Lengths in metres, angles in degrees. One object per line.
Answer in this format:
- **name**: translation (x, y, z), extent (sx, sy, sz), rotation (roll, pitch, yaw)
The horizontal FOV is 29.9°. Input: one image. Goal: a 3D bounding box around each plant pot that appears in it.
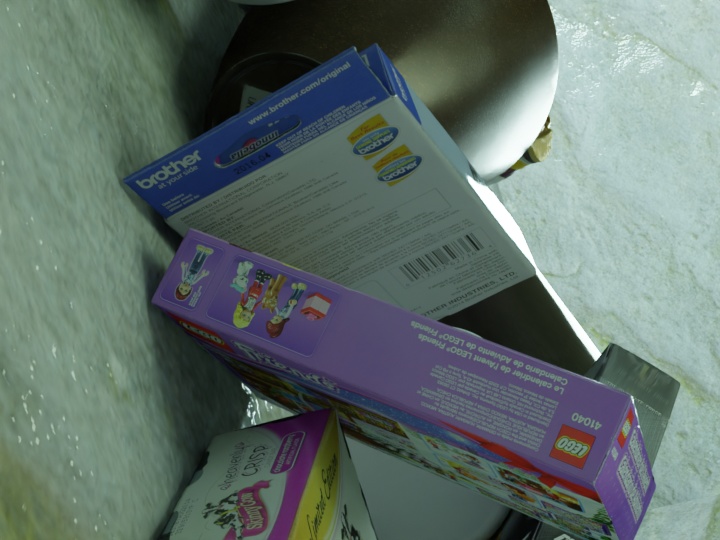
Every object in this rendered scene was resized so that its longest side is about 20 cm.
- **plant pot**: translation (-0.003, -0.098, 0.751), extent (0.200, 0.187, 0.187), rotation (-46, 122, -60)

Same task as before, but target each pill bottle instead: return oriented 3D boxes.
- **pill bottle**: translation (0.046, 0.097, 0.842), extent (0.200, 0.113, 0.113), rotation (-45, 120, -78)

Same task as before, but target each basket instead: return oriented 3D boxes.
- **basket**: translation (0.120, 0.078, 1.064), extent (0.180, 0.136, 0.200), rotation (80, -12, -48)

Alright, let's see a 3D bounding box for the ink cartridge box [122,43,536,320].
- **ink cartridge box**: translation (-0.009, -0.030, 0.630), extent (0.200, 0.119, 0.042), rotation (43, 25, -52)

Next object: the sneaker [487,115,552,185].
- **sneaker**: translation (0.045, -0.146, 0.865), extent (0.075, 0.090, 0.200), rotation (-29, 96, -62)

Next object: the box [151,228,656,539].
- **box**: translation (0.023, 0.054, 0.579), extent (0.039, 0.200, 0.137), rotation (-64, 157, -14)

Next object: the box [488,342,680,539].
- **box**: translation (0.100, 0.158, 0.773), extent (0.158, 0.048, 0.200), rotation (-59, 177, -43)

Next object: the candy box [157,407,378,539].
- **candy box**: translation (-0.016, 0.173, 0.537), extent (0.136, 0.061, 0.200), rotation (-70, 143, -72)

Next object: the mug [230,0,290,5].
- **mug**: translation (-0.033, -0.217, 0.622), extent (0.175, 0.200, 0.148), rotation (72, 13, -59)

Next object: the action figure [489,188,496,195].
- **action figure**: translation (0.094, -0.037, 1.149), extent (0.200, 0.055, 0.118), rotation (54, 26, -56)
